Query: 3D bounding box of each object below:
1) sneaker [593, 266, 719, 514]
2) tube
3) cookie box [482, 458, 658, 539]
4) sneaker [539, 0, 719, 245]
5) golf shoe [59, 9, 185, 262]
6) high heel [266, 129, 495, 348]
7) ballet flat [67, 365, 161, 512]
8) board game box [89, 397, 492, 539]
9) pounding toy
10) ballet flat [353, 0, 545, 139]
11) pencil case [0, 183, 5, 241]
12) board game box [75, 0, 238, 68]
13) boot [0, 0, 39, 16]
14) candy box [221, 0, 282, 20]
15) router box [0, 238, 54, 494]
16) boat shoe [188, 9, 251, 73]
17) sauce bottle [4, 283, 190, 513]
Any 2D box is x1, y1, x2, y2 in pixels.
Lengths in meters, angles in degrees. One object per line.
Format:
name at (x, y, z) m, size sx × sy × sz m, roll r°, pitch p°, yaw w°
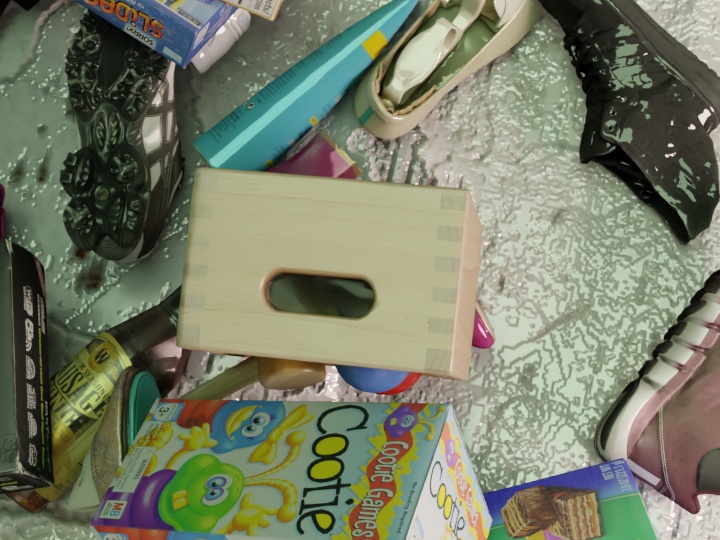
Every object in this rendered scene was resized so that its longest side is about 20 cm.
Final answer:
sneaker at (0.251, 0.071, 0.888) m, size 0.115 × 0.076 × 0.201 m, roll 38°, pitch 92°, yaw 8°
tube at (-0.029, -0.135, 0.967) m, size 0.200 × 0.077 × 0.051 m, roll -41°, pitch 101°, yaw -2°
cookie box at (0.090, 0.217, 0.816) m, size 0.197 × 0.076 × 0.172 m, roll -15°, pitch 38°, yaw 1°
sneaker at (0.179, -0.118, 0.941) m, size 0.199 × 0.060 × 0.105 m, roll 39°, pitch 80°, yaw 3°
golf shoe at (-0.162, -0.103, 0.956) m, size 0.077 × 0.095 × 0.203 m, roll 6°, pitch 77°, yaw 13°
high heel at (0.000, 0.000, 0.929) m, size 0.096 × 0.067 × 0.200 m, roll -43°, pitch 77°, yaw -1°
ballet flat at (-0.152, 0.165, 0.883) m, size 0.066 × 0.068 × 0.203 m, roll -10°, pitch 90°, yaw 16°
board game box at (-0.038, 0.149, 0.802) m, size 0.197 × 0.106 × 0.104 m, roll -2°, pitch 40°, yaw 25°
pounding toy at (-0.032, 0.026, 0.827) m, size 0.197 × 0.184 × 0.144 m, roll 5°, pitch 85°, yaw 8°
ballet flat at (0.072, -0.174, 0.966) m, size 0.069 × 0.070 × 0.200 m, roll 40°, pitch 82°, yaw 14°
pencil case at (-0.349, -0.046, 0.966) m, size 0.197 × 0.088 × 0.089 m, roll 16°, pitch 77°, yaw 9°
board game box at (-0.129, -0.237, 0.951) m, size 0.134 × 0.035 × 0.201 m, roll 32°, pitch 45°, yaw 1°
boot at (-0.337, -0.250, 1.027) m, size 0.188 × 0.068 × 0.201 m, roll -40°, pitch 67°, yaw 13°
candy box at (-0.132, -0.252, 0.898) m, size 0.198 × 0.056 × 0.116 m, roll 19°, pitch 47°, yaw -10°
router box at (-0.301, 0.074, 0.881) m, size 0.197 × 0.062 × 0.152 m, roll -9°, pitch 72°, yaw 8°
boat shoe at (-0.174, -0.218, 1.006) m, size 0.199 × 0.072 × 0.069 m, roll 38°, pitch 82°, yaw 4°
sauce bottle at (-0.168, 0.075, 0.926) m, size 0.066 × 0.066 × 0.200 m, roll 43°, pitch 83°, yaw 14°
